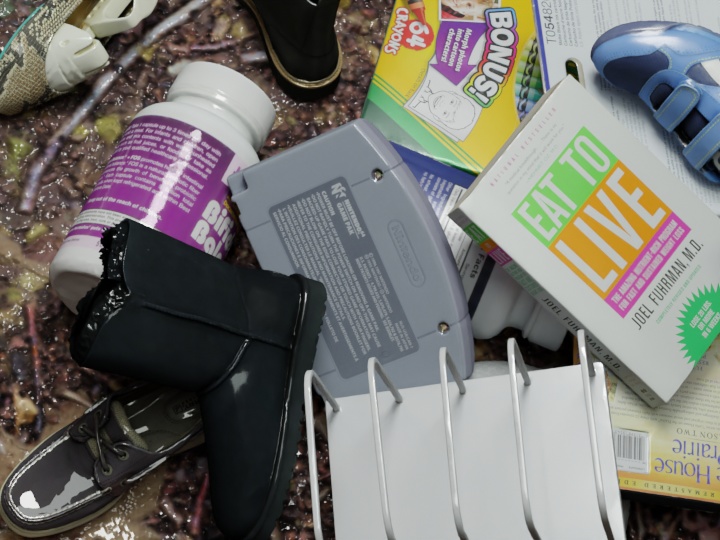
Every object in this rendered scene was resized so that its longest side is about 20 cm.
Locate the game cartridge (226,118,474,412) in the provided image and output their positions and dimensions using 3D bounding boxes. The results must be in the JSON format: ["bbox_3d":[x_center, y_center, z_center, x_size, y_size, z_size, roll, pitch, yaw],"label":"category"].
[{"bbox_3d":[0.000,0.000,1.460,0.133,0.040,0.201,-21,96,25],"label":"game cartridge"}]

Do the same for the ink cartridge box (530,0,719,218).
[{"bbox_3d":[0.223,-0.125,1.538,0.198,0.041,0.201,2,67,-16],"label":"ink cartridge box"}]

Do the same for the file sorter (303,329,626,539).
[{"bbox_3d":[0.067,0.126,1.360,0.198,0.125,0.140,-9,69,10],"label":"file sorter"}]

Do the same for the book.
[{"bbox_3d":[0.174,-0.019,1.437,0.200,0.048,0.134,42,69,-5],"label":"book"}]

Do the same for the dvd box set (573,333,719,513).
[{"bbox_3d":[0.223,0.069,1.464,0.145,0.029,0.202,9,70,-15],"label":"dvd box set"}]

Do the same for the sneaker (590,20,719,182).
[{"bbox_3d":[0.257,-0.116,1.481,0.199,0.074,0.083,23,65,-5],"label":"sneaker"}]

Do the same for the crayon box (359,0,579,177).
[{"bbox_3d":[0.099,-0.152,1.619,0.171,0.058,0.201,16,63,1],"label":"crayon box"}]

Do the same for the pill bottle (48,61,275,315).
[{"bbox_3d":[-0.140,-0.052,1.513,0.112,0.112,0.201,24,65,4],"label":"pill bottle"}]

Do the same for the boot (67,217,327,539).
[{"bbox_3d":[-0.122,0.078,1.400,0.167,0.076,0.202,15,84,-22],"label":"boot"}]

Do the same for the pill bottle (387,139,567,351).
[{"bbox_3d":[0.071,-0.016,1.524,0.199,0.111,0.112,23,65,3],"label":"pill bottle"}]

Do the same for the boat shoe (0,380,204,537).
[{"bbox_3d":[-0.170,0.119,1.456,0.199,0.065,0.072,-28,71,-18],"label":"boat shoe"}]

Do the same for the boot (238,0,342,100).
[{"bbox_3d":[-0.062,-0.253,1.601,0.077,0.139,0.201,-25,70,-17],"label":"boot"}]

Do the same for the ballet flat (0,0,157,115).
[{"bbox_3d":[-0.209,-0.196,1.590,0.075,0.068,0.201,19,59,30],"label":"ballet flat"}]

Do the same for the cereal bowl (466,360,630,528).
[{"bbox_3d":[0.102,0.153,1.467,0.198,0.083,0.202,3,64,-6],"label":"cereal bowl"}]
